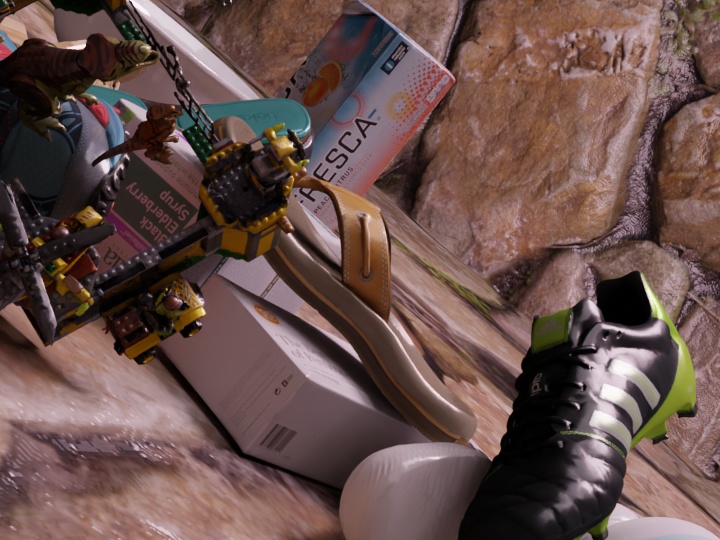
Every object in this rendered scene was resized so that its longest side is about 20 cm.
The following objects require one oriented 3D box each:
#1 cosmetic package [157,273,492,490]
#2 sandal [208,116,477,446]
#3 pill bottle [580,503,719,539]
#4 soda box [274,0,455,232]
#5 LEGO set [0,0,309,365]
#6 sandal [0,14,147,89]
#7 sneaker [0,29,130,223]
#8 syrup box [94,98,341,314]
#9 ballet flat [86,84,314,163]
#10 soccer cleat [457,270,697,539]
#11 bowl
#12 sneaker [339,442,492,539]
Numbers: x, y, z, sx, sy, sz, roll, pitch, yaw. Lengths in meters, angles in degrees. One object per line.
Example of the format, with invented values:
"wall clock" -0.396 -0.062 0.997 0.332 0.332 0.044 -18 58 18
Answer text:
"cosmetic package" -0.011 0.070 0.771 0.083 0.051 0.200 43 7 35
"sandal" 0.000 0.000 0.737 0.200 0.054 0.080 51 8 -3
"pill bottle" 0.132 0.174 0.607 0.111 0.111 0.200 36 7 -31
"soda box" -0.031 -0.080 1.020 0.068 0.200 0.064 33 9 -43
"LEGO set" -0.112 -0.071 0.575 0.200 0.154 0.116 64 -16 13
"sandal" -0.200 -0.109 0.962 0.212 0.078 0.070 6 65 -67
"sneaker" -0.185 -0.068 0.688 0.096 0.079 0.200 19 12 -47
"syrup box" -0.086 -0.020 0.822 0.079 0.081 0.200 41 5 17
"ballet flat" -0.127 -0.072 0.929 0.200 0.073 0.073 0 23 -21
"soccer cleat" 0.089 0.063 0.657 0.200 0.068 0.081 -36 104 -53
"bowl" -0.184 -0.167 1.252 0.201 0.090 0.201 40 5 -4
"sneaker" 0.031 0.113 0.706 0.088 0.075 0.200 20 -3 33
